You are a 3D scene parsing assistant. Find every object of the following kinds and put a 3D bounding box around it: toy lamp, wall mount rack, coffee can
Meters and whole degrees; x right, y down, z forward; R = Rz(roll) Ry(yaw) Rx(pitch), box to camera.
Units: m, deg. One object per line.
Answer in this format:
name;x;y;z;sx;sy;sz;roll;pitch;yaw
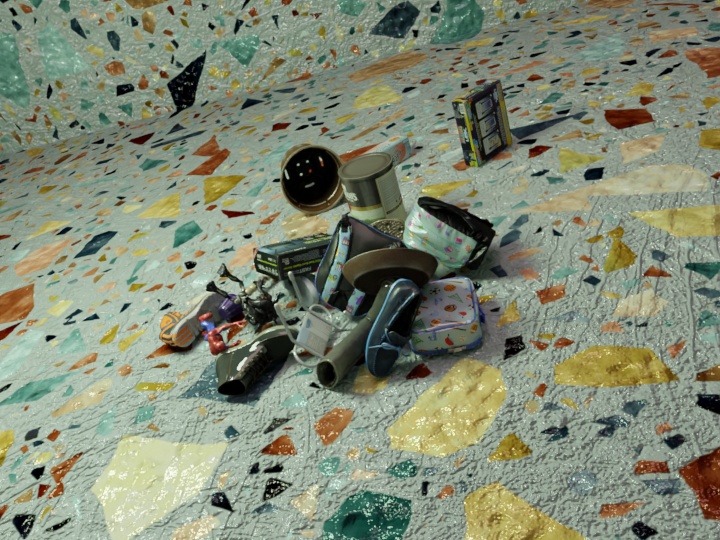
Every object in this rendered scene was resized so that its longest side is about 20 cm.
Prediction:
toy lamp;-0.275;0.052;1.856;0.058;0.059;0.200;9;38;38
wall mount rack;-0.107;0.103;1.576;0.075;0.172;0.201;-52;12;32
coffee can;0.037;-0.183;1.929;0.144;0.202;0.147;-13;29;8

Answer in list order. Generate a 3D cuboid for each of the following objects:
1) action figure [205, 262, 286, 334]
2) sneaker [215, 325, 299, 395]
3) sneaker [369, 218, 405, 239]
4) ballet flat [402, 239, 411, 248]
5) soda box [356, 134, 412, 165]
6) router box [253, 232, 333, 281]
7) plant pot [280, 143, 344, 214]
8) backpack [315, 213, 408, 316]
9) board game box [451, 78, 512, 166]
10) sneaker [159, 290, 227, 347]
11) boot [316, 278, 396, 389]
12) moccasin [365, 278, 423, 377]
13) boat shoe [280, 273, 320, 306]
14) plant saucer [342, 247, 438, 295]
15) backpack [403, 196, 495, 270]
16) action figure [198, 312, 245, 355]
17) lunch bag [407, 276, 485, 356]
action figure;-0.256;0.065;1.743;0.120;0.199;0.102;-56;1;13
sneaker;-0.212;0.196;1.572;0.198;0.075;0.107;-25;33;6
sneaker;0.036;-0.084;1.864;0.198;0.071;0.075;-21;4;26
ballet flat;0.096;-0.036;1.795;0.197;0.070;0.070;-21;29;-6
soda box;0.067;-0.354;2.340;0.199;0.064;0.068;-33;33;-24
router box;-0.141;-0.036;1.791;0.198;0.063;0.149;-16;16;-29
plant pot;-0.155;-0.294;2.247;0.198;0.203;0.198;-21;22;-6
backpack;0.000;0.000;1.687;0.181;0.202;0.134;26;0;13
board game box;0.357;-0.431;2.173;0.165;0.202;0.056;-35;32;-30
sneaker;-0.413;0.108;1.813;0.111;0.079;0.200;3;30;40
boot;-0.001;0.126;1.481;0.199;0.184;0.072;-31;56;-35
moccasin;0.063;0.118;1.433;0.080;0.203;0.068;4;17;-38
boat shoe;-0.124;0.030;1.806;0.085;0.076;0.201;-15;19;-23
plant saucer;0.062;0.009;1.522;0.197;0.200;0.035;-9;66;14
backpack;0.197;-0.084;1.692;0.198;0.128;0.167;27;15;7
action figure;-0.308;0.140;1.685;0.097;0.066;0.200;-14;15;-14
lunch bag;0.174;0.094;1.521;0.158;0.076;0.201;-10;29;9
